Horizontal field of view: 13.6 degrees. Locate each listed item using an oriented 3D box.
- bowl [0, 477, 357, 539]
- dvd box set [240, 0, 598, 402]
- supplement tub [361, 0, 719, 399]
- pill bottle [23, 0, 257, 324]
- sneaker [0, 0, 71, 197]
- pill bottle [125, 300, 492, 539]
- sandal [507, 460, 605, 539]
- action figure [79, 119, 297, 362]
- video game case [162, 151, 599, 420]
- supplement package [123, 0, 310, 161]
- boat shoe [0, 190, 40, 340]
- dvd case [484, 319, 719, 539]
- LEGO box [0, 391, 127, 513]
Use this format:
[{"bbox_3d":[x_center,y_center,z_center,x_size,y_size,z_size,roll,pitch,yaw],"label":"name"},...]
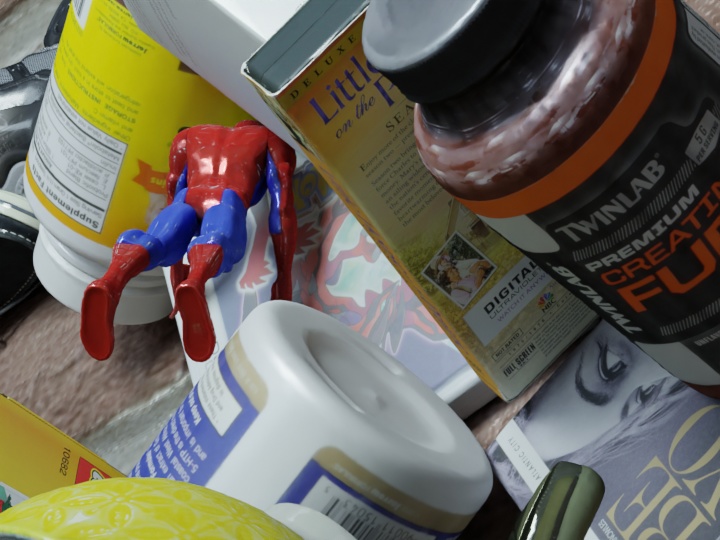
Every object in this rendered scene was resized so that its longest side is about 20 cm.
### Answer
[{"bbox_3d":[-0.044,0.146,1.076,0.108,0.201,0.200,-38,20,-32],"label":"bowl"},{"bbox_3d":[0.057,-0.059,1.139,0.146,0.200,0.029,-46,43,-6],"label":"dvd box set"},{"bbox_3d":[0.092,-0.045,1.067,0.107,0.200,0.107,-35,35,29],"label":"supplement tub"},{"bbox_3d":[-0.096,-0.075,1.428,0.110,0.109,0.201,-100,25,-52],"label":"pill bottle"},{"bbox_3d":[-0.183,-0.089,1.619,0.199,0.076,0.114,-6,39,17],"label":"sneaker"},{"bbox_3d":[-0.050,0.124,1.198,0.200,0.119,0.120,-52,30,13],"label":"pill bottle"},{"bbox_3d":[0.057,0.168,1.059,0.080,0.057,0.202,-178,109,-84],"label":"sandal"},{"bbox_3d":[-0.065,0.003,1.280,0.065,0.100,0.200,2,28,11],"label":"action figure"},{"bbox_3d":[0.000,0.000,1.307,0.200,0.023,0.183,-37,51,26],"label":"video game case"},{"bbox_3d":[-0.006,-0.119,1.243,0.117,0.117,0.200,-45,60,-11],"label":"supplement package"},{"bbox_3d":[-0.219,0.010,1.606,0.200,0.074,0.063,-25,44,48],"label":"boat shoe"},{"bbox_3d":[0.139,0.034,1.134,0.200,0.016,0.149,-49,31,9],"label":"dvd case"},{"bbox_3d":[-0.169,0.159,1.304,0.077,0.149,0.201,-30,37,34],"label":"LEGO box"}]
